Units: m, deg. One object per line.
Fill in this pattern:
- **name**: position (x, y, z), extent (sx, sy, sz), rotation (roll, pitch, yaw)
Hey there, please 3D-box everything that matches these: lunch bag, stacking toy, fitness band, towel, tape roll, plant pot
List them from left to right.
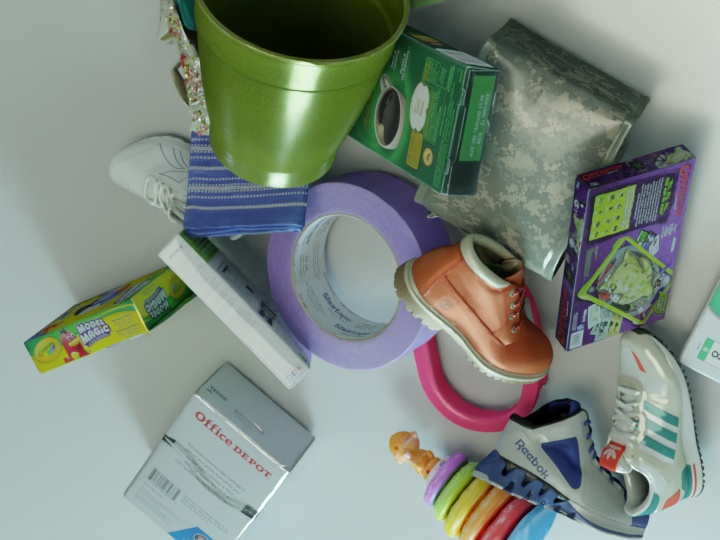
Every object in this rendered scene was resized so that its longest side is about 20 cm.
- **towel**: position (-0.118, -0.135, 1.542), extent (0.143, 0.024, 0.202), rotation (-2, 81, 24)
- **plant pot**: position (-0.071, -0.189, 1.404), extent (0.199, 0.201, 0.194), rotation (27, 137, 10)
- **tape roll**: position (0.000, 0.000, 1.562), extent (0.198, 0.065, 0.202), rotation (9, 108, 30)
- **stacking toy**: position (0.109, 0.246, 1.636), extent (0.199, 0.110, 0.117), rotation (38, 117, 17)
- **fitness band**: position (0.124, 0.077, 1.584), extent (0.142, 0.037, 0.202), rotation (-1, 111, 27)
- **lunch bag**: position (0.160, -0.110, 1.433), extent (0.163, 0.118, 0.201), rotation (30, 117, 8)

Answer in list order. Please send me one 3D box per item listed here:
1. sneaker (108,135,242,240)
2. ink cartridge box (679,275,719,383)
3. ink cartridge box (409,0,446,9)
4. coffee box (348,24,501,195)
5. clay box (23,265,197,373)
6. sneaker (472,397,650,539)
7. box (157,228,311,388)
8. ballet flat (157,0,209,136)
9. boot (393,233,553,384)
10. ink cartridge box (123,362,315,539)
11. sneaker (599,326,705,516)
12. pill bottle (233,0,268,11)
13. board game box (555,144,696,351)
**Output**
- **sneaker**: position (-0.191, -0.089, 1.616), extent (0.198, 0.087, 0.075), rotation (16, 125, 19)
- **ink cartridge box**: position (0.431, 0.063, 1.432), extent (0.199, 0.050, 0.162), rotation (28, 121, 13)
- **ink cartridge box**: position (0.133, -0.318, 1.383), extent (0.198, 0.059, 0.105), rotation (-8, 109, 27)
- **coffee box**: position (0.052, -0.160, 1.401), extent (0.200, 0.044, 0.124), rotation (36, 120, 53)
- **clay box**: position (-0.277, 0.049, 1.700), extent (0.199, 0.115, 0.048), rotation (-22, 102, 29)
- **sneaker**: position (0.226, 0.199, 1.549), extent (0.198, 0.081, 0.116), rotation (23, 89, -16)
- **box**: position (-0.132, 0.035, 1.607), extent (0.036, 0.144, 0.200), rotation (-42, 95, 4)
- **ballet flat**: position (-0.176, -0.230, 1.528), extent (0.064, 0.075, 0.202), rotation (-22, 80, 30)
- **boot**: position (0.138, 0.038, 1.456), extent (0.199, 0.076, 0.107), rotation (35, 129, -29)
- **ink cartridge box**: position (-0.167, 0.232, 1.752), extent (0.144, 0.084, 0.200), rotation (39, 123, 3)
- **sneaker**: position (0.284, 0.159, 1.503), extent (0.070, 0.093, 0.202), rotation (25, 136, 62)
- **pill bottle**: position (-0.104, -0.365, 1.435), extent (0.114, 0.114, 0.201), rotation (28, 121, 10)
- **board game box**: position (0.250, -0.019, 1.414), extent (0.119, 0.032, 0.201), rotation (-13, 132, -17)
